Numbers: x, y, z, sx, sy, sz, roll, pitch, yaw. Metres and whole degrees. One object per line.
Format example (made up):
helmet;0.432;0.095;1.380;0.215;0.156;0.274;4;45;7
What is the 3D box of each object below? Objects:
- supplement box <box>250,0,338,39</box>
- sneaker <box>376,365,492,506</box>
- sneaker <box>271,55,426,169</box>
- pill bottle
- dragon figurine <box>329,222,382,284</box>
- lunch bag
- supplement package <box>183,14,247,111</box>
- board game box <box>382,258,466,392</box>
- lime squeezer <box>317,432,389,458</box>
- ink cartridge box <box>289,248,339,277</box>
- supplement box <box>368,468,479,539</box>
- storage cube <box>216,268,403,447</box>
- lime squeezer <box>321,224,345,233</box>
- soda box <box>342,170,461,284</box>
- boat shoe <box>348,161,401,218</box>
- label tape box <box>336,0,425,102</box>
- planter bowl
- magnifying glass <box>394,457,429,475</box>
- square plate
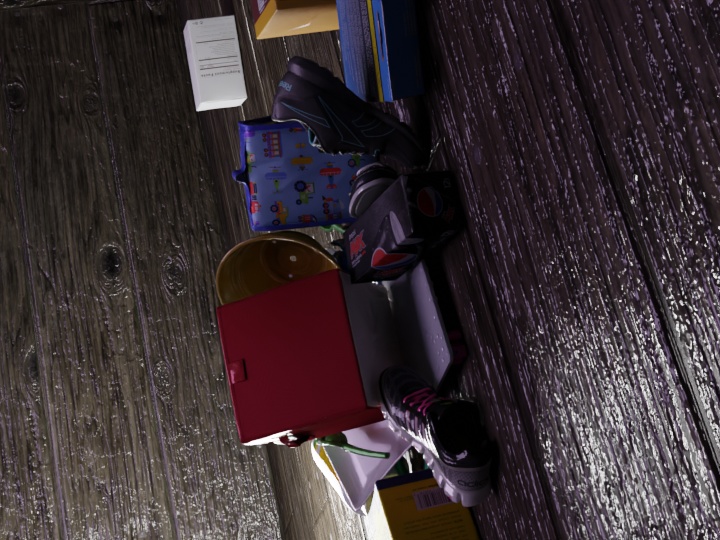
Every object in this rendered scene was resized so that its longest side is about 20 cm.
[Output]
supplement box;-0.079;-0.435;1.436;0.197;0.130;0.204;-174;75;-77
sneaker;0.089;0.169;1.232;0.201;0.073;0.088;52;144;36
sneaker;-0.014;-0.164;1.234;0.080;0.198;0.075;-60;19;-1
pill bottle;0.008;0.296;1.604;0.200;0.109;0.113;-142;43;-62
dragon figurine;0.000;0.000;1.543;0.200;0.058;0.101;109;138;-67
lunch bag;-0.080;-0.140;1.495;0.094;0.196;0.153;-128;32;-63
supplement package;-0.355;-0.504;2.625;0.121;0.118;0.204;180;81;-75
board game box;0.076;0.058;1.343;0.201;0.025;0.203;105;153;-61
lime squeezer;-0.033;0.216;1.489;0.200;0.071;0.038;46;-179;39
ink cartridge box;-0.095;0.054;1.681;0.088;0.198;0.145;62;171;-16
supplement box;0.088;0.360;1.317;0.110;0.108;0.202;98;158;-53
storage cube;-0.056;0.113;1.374;0.171;0.177;0.204;21;-125;-66
lime squeezer;-0.044;-0.086;1.662;0.201;0.069;0.038;-118;40;-53
soda box;0.044;-0.045;1.242;0.200;0.062;0.072;138;124;-64
boat shoe;0.017;-0.097;1.301;0.200;0.074;0.061;71;-179;-79
label tape box;0.029;-0.270;1.232;0.200;0.062;0.147;-146;48;-72
planter bowl;-0.103;0.006;1.544;0.084;0.196;0.203;-79;-7;-49
magnifying glass;0.041;0.231;1.498;0.200;0.022;0.081;39;127;48
square plate;0.006;0.193;1.494;0.199;0.028;0.201;-54;51;33
